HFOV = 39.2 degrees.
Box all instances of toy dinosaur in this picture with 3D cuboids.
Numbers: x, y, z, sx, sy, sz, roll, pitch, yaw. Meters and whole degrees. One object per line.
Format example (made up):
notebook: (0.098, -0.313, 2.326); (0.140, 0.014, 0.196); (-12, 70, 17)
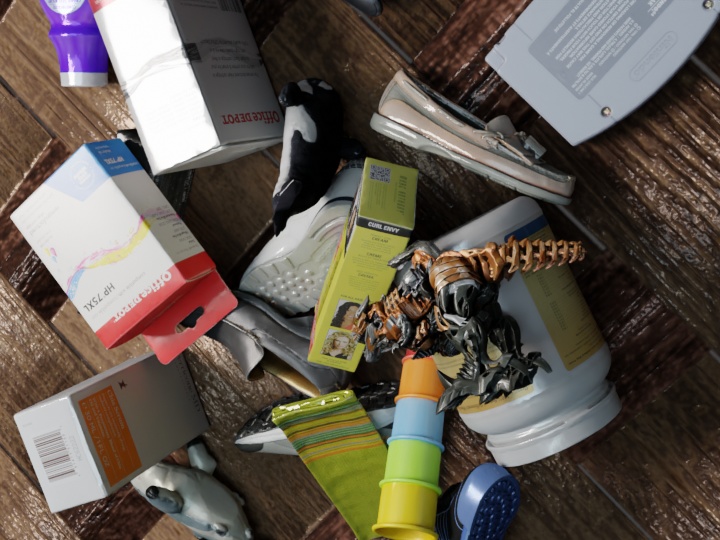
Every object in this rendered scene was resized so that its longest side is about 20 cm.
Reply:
toy dinosaur: (0.077, 0.031, 0.773); (0.200, 0.101, 0.137); (-40, 65, 51)

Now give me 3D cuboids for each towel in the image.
towel: (-0.005, 0.193, 0.973); (0.085, 0.018, 0.201); (-16, 126, 19)

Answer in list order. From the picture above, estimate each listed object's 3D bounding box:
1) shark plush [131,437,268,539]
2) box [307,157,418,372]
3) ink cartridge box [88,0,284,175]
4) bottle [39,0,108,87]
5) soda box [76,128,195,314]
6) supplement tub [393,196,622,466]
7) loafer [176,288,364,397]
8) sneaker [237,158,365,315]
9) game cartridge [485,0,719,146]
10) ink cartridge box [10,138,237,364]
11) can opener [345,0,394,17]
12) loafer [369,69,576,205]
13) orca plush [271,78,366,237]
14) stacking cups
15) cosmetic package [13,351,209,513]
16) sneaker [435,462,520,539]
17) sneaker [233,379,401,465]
shark plush: (-0.159, 0.265, 1.094); (0.199, 0.091, 0.083); (34, 131, -11)
box: (0.000, 0.000, 0.889); (0.050, 0.076, 0.201); (13, 138, -7)
ink cartridge box: (-0.160, -0.199, 0.941); (0.082, 0.147, 0.202); (-19, 93, 23)
bottle: (-0.281, -0.286, 1.012); (0.083, 0.065, 0.202); (5, 102, 18)
soda box: (-0.228, -0.042, 1.036); (0.063, 0.071, 0.202); (21, 107, 15)
supplement tub: (0.129, 0.052, 0.883); (0.144, 0.145, 0.201); (-26, 91, 22)
loafer: (-0.099, 0.073, 0.994); (0.198, 0.073, 0.073); (15, 61, 16)
sneaker: (-0.049, -0.027, 0.979); (0.076, 0.081, 0.200); (28, 134, -28)
game cartridge: (0.218, -0.211, 0.861); (0.133, 0.040, 0.200); (47, 112, 10)
ink cartridge box: (-0.224, -0.011, 0.966); (0.116, 0.067, 0.201); (-38, 88, 20)
can opener: (-0.048, -0.305, 0.935); (0.199, 0.079, 0.064); (33, 70, 8)
loafer: (0.104, -0.121, 0.904); (0.199, 0.072, 0.063); (24, 100, 17)
orca plush: (-0.032, -0.113, 0.897); (0.070, 0.200, 0.106); (-3, 115, 9)
stacking cups: (0.050, 0.140, 0.923); (0.060, 0.061, 0.202); (-2, 65, 20)
cosmetic package: (-0.240, 0.151, 1.007); (0.071, 0.200, 0.102); (-20, 94, 22)
sneaker: (0.094, 0.225, 0.925); (0.078, 0.070, 0.201); (42, 150, 31)
sneaker: (-0.038, 0.166, 1.008); (0.198, 0.074, 0.080); (-9, 109, 24)
